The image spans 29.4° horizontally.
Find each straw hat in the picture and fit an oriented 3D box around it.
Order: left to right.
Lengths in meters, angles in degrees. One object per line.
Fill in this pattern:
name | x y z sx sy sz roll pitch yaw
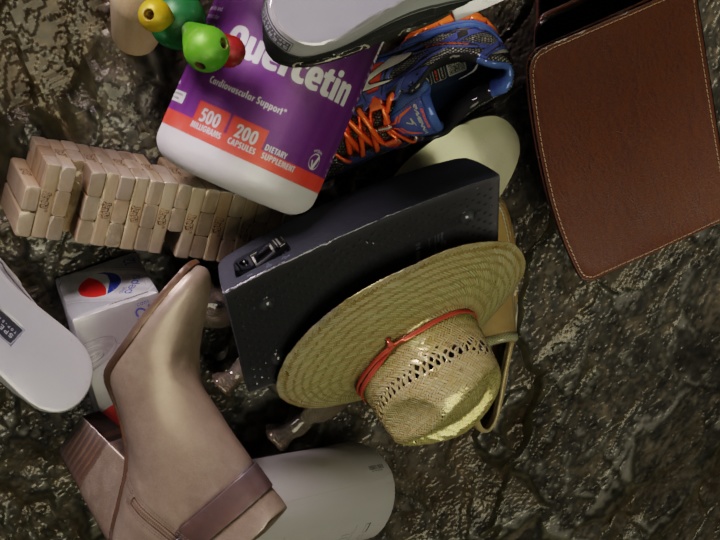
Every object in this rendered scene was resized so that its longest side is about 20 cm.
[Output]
straw hat | 0.048 0.072 0.958 0.200 0.085 0.201 -25 155 -12

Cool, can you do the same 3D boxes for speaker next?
speaker | -0.058 0.177 1.026 0.200 0.081 0.082 0 119 -57

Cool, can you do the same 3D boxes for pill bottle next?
pill bottle | -0.046 -0.145 0.888 0.112 0.112 0.201 22 93 -32

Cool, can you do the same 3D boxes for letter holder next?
letter holder | 0.179 -0.112 1.029 0.142 0.101 0.201 -25 123 -9

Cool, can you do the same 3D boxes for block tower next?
block tower | -0.138 -0.045 0.942 0.199 0.058 0.054 7 113 -29

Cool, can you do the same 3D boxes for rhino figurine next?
rhino figurine | -0.073 0.054 1.016 0.087 0.060 0.200 -41 129 -3

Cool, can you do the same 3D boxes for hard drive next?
hard drive | 0.000 0.000 0.938 0.199 0.042 0.135 -24 145 -12

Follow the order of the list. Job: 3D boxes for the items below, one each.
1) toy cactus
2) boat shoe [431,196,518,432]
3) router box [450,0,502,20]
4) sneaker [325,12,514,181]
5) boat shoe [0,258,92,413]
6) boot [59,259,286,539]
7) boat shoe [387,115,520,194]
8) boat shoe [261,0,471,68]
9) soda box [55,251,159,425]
toy cactus | -0.117 -0.194 0.836 0.102 0.201 0.165 -21 164 -27
boat shoe | 0.099 0.034 1.079 0.071 0.076 0.201 -13 119 -18
router box | 0.115 -0.279 0.848 0.199 0.049 0.180 -24 119 2
sneaker | 0.021 -0.117 0.965 0.199 0.078 0.076 -33 123 -7
boat shoe | -0.258 0.015 0.909 0.200 0.066 0.072 44 69 -15
boot | -0.108 0.113 0.900 0.200 0.146 0.070 -56 167 24
boat shoe | 0.035 -0.040 1.023 0.074 0.063 0.201 41 95 -18
boat shoe | 0.028 -0.177 0.819 0.199 0.057 0.069 -24 84 -17
soda box | -0.161 0.094 0.994 0.063 0.068 0.201 -18 122 -15
